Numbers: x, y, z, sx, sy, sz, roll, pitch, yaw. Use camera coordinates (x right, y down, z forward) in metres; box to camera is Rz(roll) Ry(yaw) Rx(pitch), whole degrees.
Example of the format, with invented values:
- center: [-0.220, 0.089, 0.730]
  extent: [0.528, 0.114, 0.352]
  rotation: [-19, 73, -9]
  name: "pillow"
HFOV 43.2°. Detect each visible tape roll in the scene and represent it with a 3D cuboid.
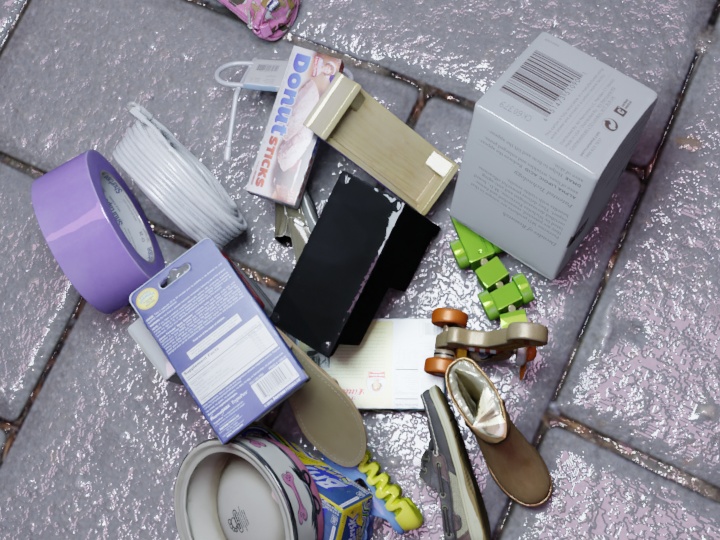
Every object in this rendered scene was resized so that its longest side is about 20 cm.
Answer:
- center: [-0.343, -0.051, 1.205]
  extent: [0.084, 0.200, 0.202]
  rotation: [-26, 73, 2]
  name: "tape roll"

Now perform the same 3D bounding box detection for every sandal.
- center: [-0.059, 0.135, 1.100]
  extent: [0.077, 0.070, 0.212]
  rotation: [-40, 96, 21]
  name: "sandal"
- center: [-0.015, 0.261, 1.133]
  extent: [0.087, 0.079, 0.200]
  rotation: [-42, 71, 2]
  name: "sandal"

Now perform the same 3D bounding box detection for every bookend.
- center: [0.000, 0.000, 1.150]
  extent: [0.091, 0.200, 0.201]
  rotation: [28, 94, 18]
  name: "bookend"

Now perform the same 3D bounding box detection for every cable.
- center: [-0.237, -0.111, 1.201]
  extent: [0.069, 0.200, 0.200]
  rotation: [-43, 53, 2]
  name: "cable"

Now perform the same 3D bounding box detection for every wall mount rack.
- center: [-0.109, -0.224, 1.245]
  extent: [0.196, 0.075, 0.175]
  rotation: [6, 45, 11]
  name: "wall mount rack"

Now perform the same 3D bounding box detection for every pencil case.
- center: [-0.183, -0.423, 1.335]
  extent: [0.199, 0.086, 0.083]
  rotation: [40, 116, 17]
  name: "pencil case"

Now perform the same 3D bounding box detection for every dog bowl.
- center: [-0.126, 0.286, 1.058]
  extent: [0.197, 0.073, 0.204]
  rotation: [7, 101, 37]
  name: "dog bowl"

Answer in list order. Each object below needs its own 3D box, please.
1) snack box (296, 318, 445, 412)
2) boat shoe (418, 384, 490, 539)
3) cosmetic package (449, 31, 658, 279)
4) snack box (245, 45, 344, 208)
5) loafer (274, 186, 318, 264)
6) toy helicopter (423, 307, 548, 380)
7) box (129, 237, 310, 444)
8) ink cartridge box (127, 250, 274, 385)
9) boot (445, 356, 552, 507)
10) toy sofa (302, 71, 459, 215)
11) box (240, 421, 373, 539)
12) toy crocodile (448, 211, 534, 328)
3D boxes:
- center: [0.013, 0.123, 1.181]
  extent: [0.196, 0.037, 0.119]
  rotation: [-1, 75, 9]
  name: "snack box"
- center: [0.102, 0.244, 1.105]
  extent: [0.065, 0.072, 0.204]
  rotation: [-18, 90, 9]
  name: "boat shoe"
- center: [0.227, -0.137, 1.103]
  extent: [0.164, 0.201, 0.165]
  rotation: [33, 60, 17]
  name: "cosmetic package"
- center: [-0.085, -0.188, 1.190]
  extent: [0.071, 0.024, 0.204]
  rotation: [17, 85, 11]
  name: "snack box"
- center: [-0.091, -0.068, 1.229]
  extent: [0.069, 0.075, 0.203]
  rotation: [-24, 70, 2]
  name: "loafer"
- center: [0.167, 0.089, 1.074]
  extent: [0.130, 0.200, 0.080]
  rotation: [15, 75, -17]
  name: "toy helicopter"
- center: [-0.160, 0.076, 1.022]
  extent: [0.120, 0.032, 0.201]
  rotation: [-36, 80, -2]
  name: "box"
- center: [-0.183, 0.072, 1.146]
  extent: [0.144, 0.200, 0.084]
  rotation: [-41, 76, -2]
  name: "ink cartridge box"
- center: [0.159, 0.195, 1.051]
  extent: [0.066, 0.200, 0.176]
  rotation: [-37, 72, -1]
  name: "boot"
- center: [0.024, -0.165, 1.180]
  extent: [0.083, 0.199, 0.098]
  rotation: [-53, 31, 6]
  name: "toy sofa"
- center: [-0.083, 0.263, 1.108]
  extent: [0.198, 0.064, 0.071]
  rotation: [24, 110, 32]
  name: "box"
- center: [0.169, 0.004, 1.178]
  extent: [0.067, 0.062, 0.202]
  rotation: [-26, 69, 1]
  name: "toy crocodile"
